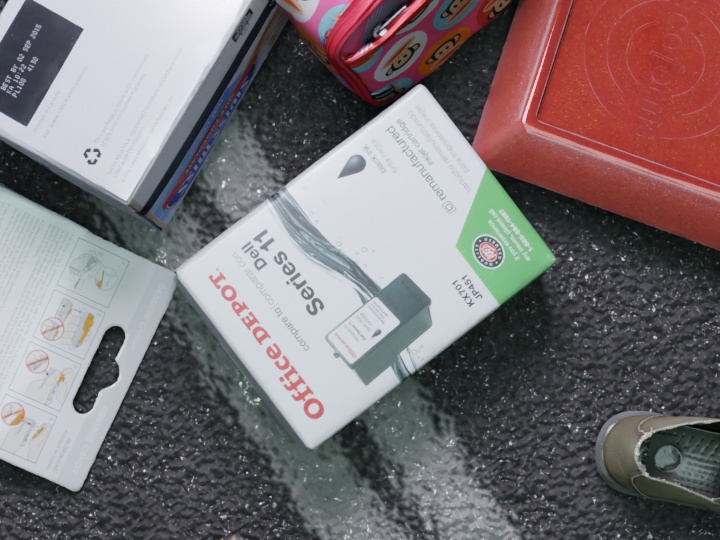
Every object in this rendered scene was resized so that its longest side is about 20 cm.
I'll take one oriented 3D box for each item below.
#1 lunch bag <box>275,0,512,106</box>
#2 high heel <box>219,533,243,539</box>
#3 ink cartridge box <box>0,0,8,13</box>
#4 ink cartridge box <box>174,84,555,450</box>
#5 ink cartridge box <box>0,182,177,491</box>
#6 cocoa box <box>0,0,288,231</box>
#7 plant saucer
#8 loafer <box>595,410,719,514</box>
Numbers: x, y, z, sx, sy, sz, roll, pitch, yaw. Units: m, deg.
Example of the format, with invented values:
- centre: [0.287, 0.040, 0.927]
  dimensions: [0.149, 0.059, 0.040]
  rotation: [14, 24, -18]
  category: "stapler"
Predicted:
- centre: [0.041, -0.205, 1.297]
  dimensions: [0.200, 0.176, 0.082]
  rotation: [-45, 71, 2]
  category: "lunch bag"
- centre: [-0.161, 0.242, 1.331]
  dimensions: [0.142, 0.071, 0.200]
  rotation: [21, 93, -5]
  category: "high heel"
- centre: [-0.268, -0.208, 1.349]
  dimensions: [0.109, 0.050, 0.200]
  rotation: [40, 84, -1]
  category: "ink cartridge box"
- centre: [0.000, 0.000, 1.341]
  dimensions: [0.200, 0.083, 0.147]
  rotation: [-38, 91, -4]
  category: "ink cartridge box"
- centre: [-0.240, 0.029, 1.357]
  dimensions: [0.200, 0.050, 0.162]
  rotation: [26, 86, -20]
  category: "ink cartridge box"
- centre: [-0.137, -0.146, 1.308]
  dimensions: [0.133, 0.131, 0.200]
  rotation: [30, 87, 7]
  category: "cocoa box"
- centre: [0.195, -0.132, 1.362]
  dimensions: [0.200, 0.037, 0.200]
  rotation: [20, 75, -4]
  category: "plant saucer"
- centre: [0.254, 0.132, 1.360]
  dimensions: [0.200, 0.070, 0.075]
  rotation: [4, 88, -3]
  category: "loafer"
